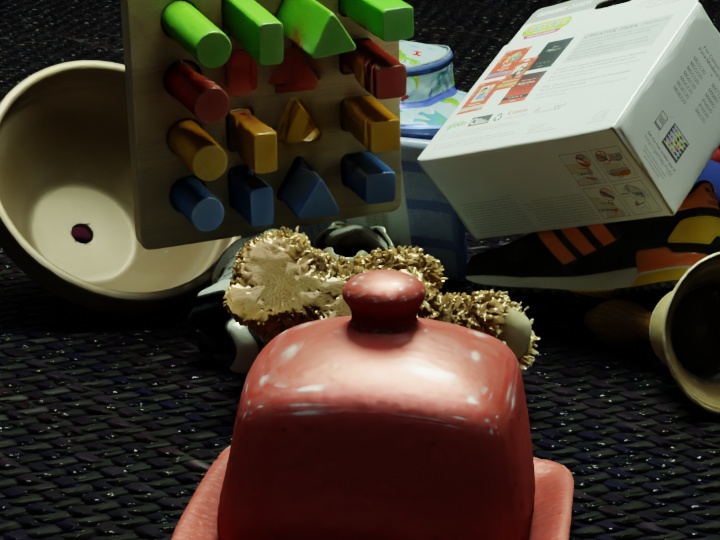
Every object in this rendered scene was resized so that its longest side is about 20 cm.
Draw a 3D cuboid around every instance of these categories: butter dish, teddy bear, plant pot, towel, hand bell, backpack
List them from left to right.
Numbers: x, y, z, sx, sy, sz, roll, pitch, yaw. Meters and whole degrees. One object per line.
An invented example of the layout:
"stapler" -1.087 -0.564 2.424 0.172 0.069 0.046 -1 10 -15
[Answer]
"plant pot" -0.191 -0.046 1.647 0.200 0.202 0.093 -7 -25 -30
"towel" -0.016 -0.056 1.710 0.199 0.147 0.024 7 47 17
"teddy bear" 0.013 0.041 1.391 0.199 0.146 0.067 4 -31 -3
"butter dish" 0.012 0.073 1.159 0.199 0.149 0.200 3 13 6
"backpack" 0.021 -0.123 1.952 0.199 0.148 0.183 10 18 20
"hand bell" 0.199 0.038 1.498 0.103 0.105 0.200 -4 2 -22

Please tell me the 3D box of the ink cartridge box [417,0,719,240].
"ink cartridge box" 0.169 -0.117 1.585 0.199 0.084 0.176 -6 40 51

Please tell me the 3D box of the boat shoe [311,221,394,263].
"boat shoe" 0.000 0.000 1.613 0.074 0.069 0.200 2 14 1

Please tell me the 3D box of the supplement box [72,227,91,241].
"supplement box" -0.168 -0.093 1.848 0.199 0.132 0.103 3 15 8

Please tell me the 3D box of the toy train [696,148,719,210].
"toy train" 0.270 -0.014 1.622 0.084 0.116 0.200 -17 26 -27

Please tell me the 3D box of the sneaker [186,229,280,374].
"sneaker" -0.080 0.020 1.514 0.087 0.076 0.200 -6 14 -18

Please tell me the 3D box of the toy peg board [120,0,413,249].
"toy peg board" -0.053 -0.110 1.546 0.199 0.200 0.098 -9 23 -19

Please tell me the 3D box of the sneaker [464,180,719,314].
"sneaker" 0.169 -0.021 1.599 0.199 0.091 0.070 -2 -15 33
